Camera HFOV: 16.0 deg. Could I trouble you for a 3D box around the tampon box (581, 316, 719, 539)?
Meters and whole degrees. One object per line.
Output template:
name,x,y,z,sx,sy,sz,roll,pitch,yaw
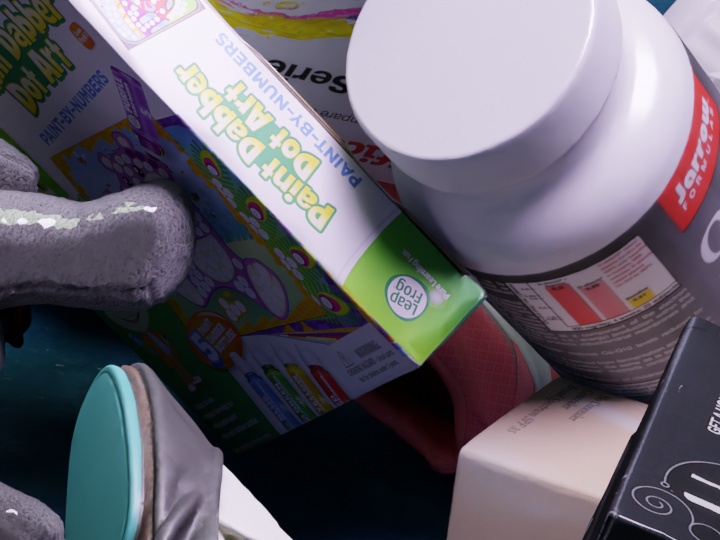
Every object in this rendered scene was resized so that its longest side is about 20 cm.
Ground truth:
tampon box,0.150,0.131,0.739,0.199,0.127,0.150,25,24,7

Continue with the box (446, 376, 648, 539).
box,0.135,0.113,0.900,0.199,0.078,0.095,17,23,23

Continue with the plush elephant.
plush elephant,-0.178,0.018,0.926,0.199,0.166,0.155,13,8,-14

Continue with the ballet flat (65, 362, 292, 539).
ballet flat,-0.053,0.103,0.740,0.068,0.068,0.201,19,31,-15

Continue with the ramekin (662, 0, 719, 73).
ramekin,0.214,-0.056,1.194,0.201,0.203,0.094,-9,39,-34

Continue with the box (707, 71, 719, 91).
box,0.259,0.017,1.044,0.198,0.173,0.200,-10,27,-36

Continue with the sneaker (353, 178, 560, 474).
sneaker,0.000,0.000,1.042,0.200,0.074,0.087,47,34,-1

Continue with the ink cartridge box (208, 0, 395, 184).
ink cartridge box,0.011,-0.125,0.961,0.144,0.200,0.084,10,54,-23

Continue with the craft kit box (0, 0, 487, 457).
craft kit box,-0.069,-0.028,0.948,0.049,0.198,0.200,-43,4,-25

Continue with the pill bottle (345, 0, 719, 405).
pill bottle,0.080,-0.035,0.926,0.115,0.116,0.200,25,-11,37
